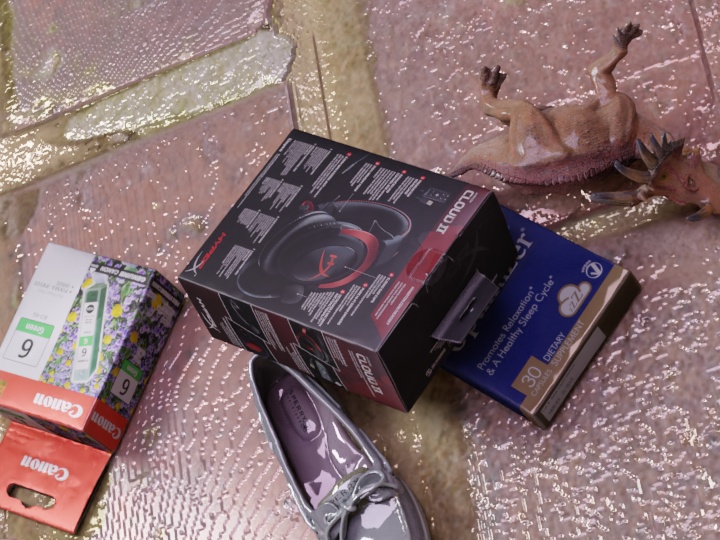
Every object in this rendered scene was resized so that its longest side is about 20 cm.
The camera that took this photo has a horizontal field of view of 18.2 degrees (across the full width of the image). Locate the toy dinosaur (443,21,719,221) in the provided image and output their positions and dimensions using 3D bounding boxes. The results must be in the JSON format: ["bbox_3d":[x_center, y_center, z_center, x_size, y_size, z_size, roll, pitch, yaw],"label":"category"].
[{"bbox_3d":[0.147,-0.081,1.546,0.199,0.086,0.136,-13,52,12],"label":"toy dinosaur"}]

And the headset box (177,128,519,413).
[{"bbox_3d":[0.000,0.000,1.543,0.200,0.075,0.149,18,61,34],"label":"headset box"}]

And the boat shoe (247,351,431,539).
[{"bbox_3d":[-0.019,0.138,1.545,0.074,0.065,0.202,-36,54,7],"label":"boat shoe"}]

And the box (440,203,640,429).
[{"bbox_3d":[0.083,0.014,1.576,0.200,0.032,0.121,29,81,36],"label":"box"}]

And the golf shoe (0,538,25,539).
[{"bbox_3d":[-0.239,0.286,1.572,0.077,0.088,0.201,-15,61,18],"label":"golf shoe"}]

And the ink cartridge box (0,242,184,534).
[{"bbox_3d":[-0.223,0.086,1.686,0.109,0.050,0.200,13,72,32],"label":"ink cartridge box"}]
